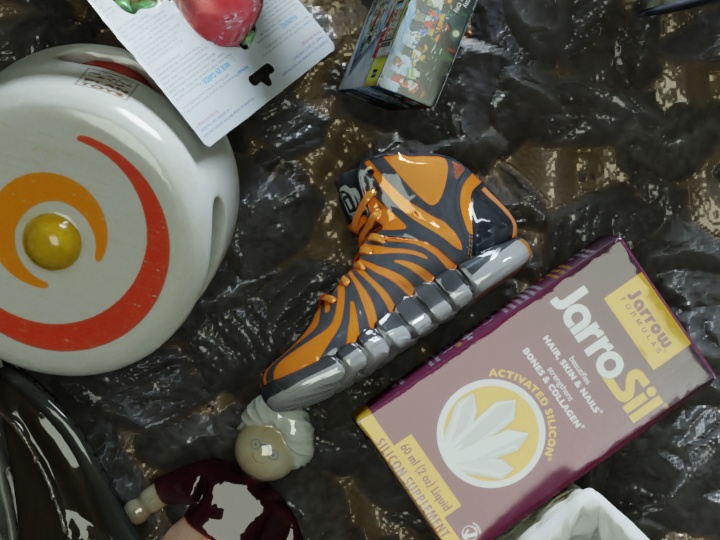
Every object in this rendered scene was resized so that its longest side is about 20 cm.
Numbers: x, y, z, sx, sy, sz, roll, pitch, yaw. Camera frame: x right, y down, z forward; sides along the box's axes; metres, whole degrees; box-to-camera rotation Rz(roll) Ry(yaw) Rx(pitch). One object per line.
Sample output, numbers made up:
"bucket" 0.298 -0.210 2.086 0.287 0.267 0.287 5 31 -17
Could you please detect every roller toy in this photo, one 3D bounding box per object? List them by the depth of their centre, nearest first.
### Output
"roller toy" -0.172 -0.037 1.695 0.182 0.140 0.200 -24 103 15

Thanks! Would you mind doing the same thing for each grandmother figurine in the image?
"grandmother figurine" -0.088 0.168 1.766 0.121 0.061 0.200 28 93 -11

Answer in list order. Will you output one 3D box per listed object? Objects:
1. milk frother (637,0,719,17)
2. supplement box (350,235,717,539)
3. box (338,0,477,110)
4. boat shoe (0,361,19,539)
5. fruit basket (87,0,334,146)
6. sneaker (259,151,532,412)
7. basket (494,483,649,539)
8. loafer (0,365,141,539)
"milk frother" 0.243 -0.265 1.700 0.180 0.200 0.188 -13 92 -6
"supplement box" 0.106 0.078 1.756 0.200 0.086 0.110 -35 92 -1
"box" 0.039 -0.165 1.692 0.038 0.200 0.137 22 90 -7
"boat shoe" -0.248 0.096 1.744 0.067 0.057 0.200 -25 92 19
"fruit basket" -0.120 -0.179 1.714 0.094 0.185 0.200 -31 98 33
"sneaker" 0.000 0.000 1.754 0.200 0.078 0.112 -33 85 -22
"basket" 0.128 0.261 1.723 0.200 0.161 0.198 -44 92 -2
"loafer" -0.176 0.151 1.695 0.071 0.073 0.200 -30 96 -7
